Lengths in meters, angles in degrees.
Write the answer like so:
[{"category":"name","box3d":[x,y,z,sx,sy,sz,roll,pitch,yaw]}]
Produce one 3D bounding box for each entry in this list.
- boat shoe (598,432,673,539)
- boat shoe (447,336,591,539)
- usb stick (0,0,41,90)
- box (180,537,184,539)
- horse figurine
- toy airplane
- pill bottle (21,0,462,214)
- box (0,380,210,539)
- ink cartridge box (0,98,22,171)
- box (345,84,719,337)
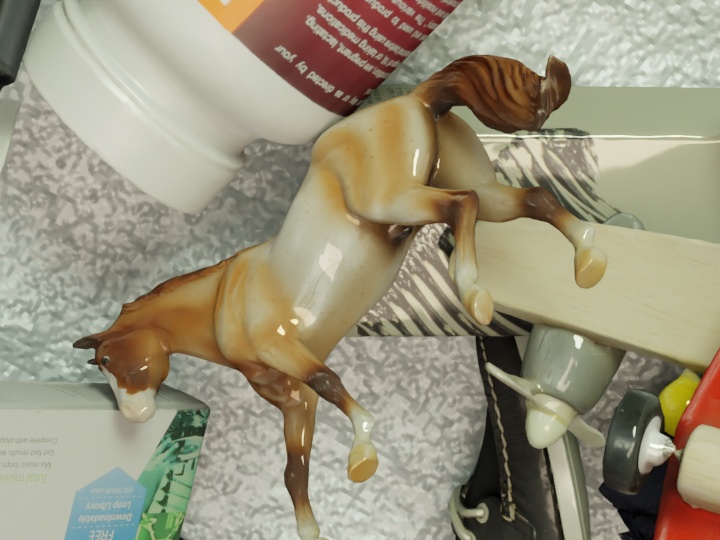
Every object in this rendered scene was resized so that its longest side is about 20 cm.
[{"category":"boat shoe","box3d":[0.179,0.049,0.829,0.200,0.093,0.075,-39,127,-22]},{"category":"boat shoe","box3d":[0.063,0.112,0.843,0.060,0.074,0.200,-10,110,9]},{"category":"usb stick","box3d":[-0.099,-0.154,0.711,0.033,0.055,0.200,18,86,4]},{"category":"box","box3d":[-0.113,0.203,0.874,0.200,0.050,0.199,42,101,-15]},{"category":"horse figurine","box3d":[0.000,0.000,0.712,0.050,0.133,0.200,25,111,-43]},{"category":"toy airplane","box3d":[0.148,0.034,0.709,0.199,0.200,0.141,-21,141,-7]},{"category":"pill bottle","box3d":[-0.017,-0.117,0.730,0.113,0.113,0.200,41,102,-16]},{"category":"box","box3d":[-0.135,0.136,0.760,0.144,0.036,0.200,4,105,-48]},{"category":"ink cartridge box","box3d":[-0.218,-0.072,0.730,0.200,0.117,0.067,1,111,-5]},{"category":"box","box3d":[0.088,-0.022,0.795,0.200,0.068,0.082,-1,109,-3]}]
